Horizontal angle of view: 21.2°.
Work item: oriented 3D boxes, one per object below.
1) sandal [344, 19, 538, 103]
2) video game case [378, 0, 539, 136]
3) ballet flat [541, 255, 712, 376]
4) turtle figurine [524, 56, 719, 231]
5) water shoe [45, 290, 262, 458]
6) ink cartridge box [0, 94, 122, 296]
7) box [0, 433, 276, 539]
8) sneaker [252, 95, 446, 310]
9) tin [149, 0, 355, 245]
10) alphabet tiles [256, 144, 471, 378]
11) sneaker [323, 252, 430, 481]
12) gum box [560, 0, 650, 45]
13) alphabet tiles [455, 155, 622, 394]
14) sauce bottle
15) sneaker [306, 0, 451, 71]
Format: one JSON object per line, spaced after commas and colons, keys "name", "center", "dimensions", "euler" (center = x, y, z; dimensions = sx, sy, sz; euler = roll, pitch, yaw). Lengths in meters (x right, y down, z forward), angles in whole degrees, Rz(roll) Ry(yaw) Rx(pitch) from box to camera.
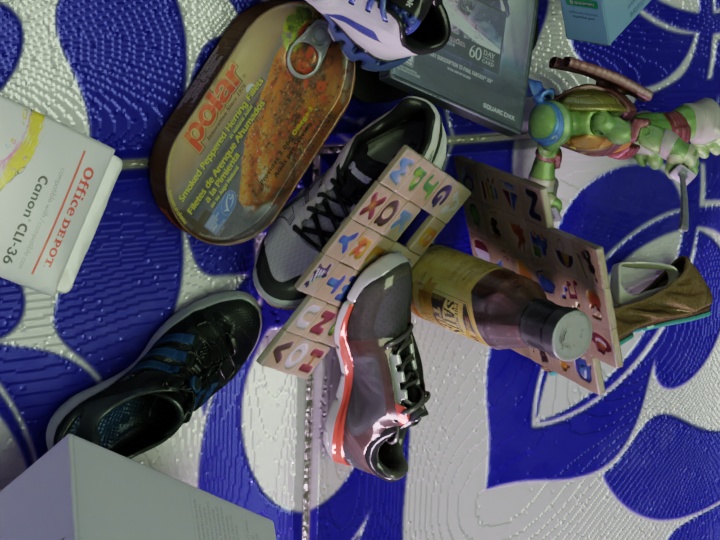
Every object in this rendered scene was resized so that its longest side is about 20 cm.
{"name": "sandal", "center": [0.071, -0.183, 1.541], "dimensions": [0.199, 0.045, 0.075], "euler": [-18, 111, -30]}
{"name": "video game case", "center": [0.085, -0.222, 1.520], "dimensions": [0.143, 0.019, 0.201], "euler": [19, 73, -37]}
{"name": "ballet flat", "center": [0.229, 0.031, 1.699], "dimensions": [0.200, 0.068, 0.073], "euler": [-19, 92, -30]}
{"name": "turtle figurine", "center": [0.218, -0.078, 1.598], "dimensions": [0.194, 0.200, 0.144], "euler": [-13, 150, -46]}
{"name": "water shoe", "center": [-0.140, 0.093, 1.445], "dimensions": [0.200, 0.079, 0.072], "euler": [-39, 121, -21]}
{"name": "ink cartridge box", "center": [-0.252, -0.059, 1.336], "dimensions": [0.200, 0.067, 0.117], "euler": [24, 88, -36]}
{"name": "box", "center": [-0.177, 0.230, 1.397], "dimensions": [0.152, 0.107, 0.200], "euler": [-38, 131, 27]}
{"name": "sneaker", "center": [-0.012, -0.059, 1.475], "dimensions": [0.200, 0.076, 0.088], "euler": [-49, 168, -16]}
{"name": "tin", "center": [-0.083, -0.114, 1.458], "dimensions": [0.112, 0.042, 0.200], "euler": [40, 79, -39]}
{"name": "alphabet tiles", "center": [0.000, 0.000, 1.488], "dimensions": [0.200, 0.008, 0.167], "euler": [-52, 159, 5]}
{"name": "sneaker", "center": [0.028, 0.080, 1.527], "dimensions": [0.077, 0.082, 0.201], "euler": [-27, 135, -42]}
{"name": "gum box", "center": [0.209, -0.309, 1.532], "dimensions": [0.170, 0.044, 0.200], "euler": [-46, 136, -36]}
{"name": "alphabet tiles", "center": [0.142, 0.005, 1.534], "dimensions": [0.008, 0.200, 0.168], "euler": [-21, 113, -22]}
{"name": "sauce bottle", "center": [0.104, 0.027, 1.522], "dimensions": [0.066, 0.200, 0.066], "euler": [-8, 106, -31]}
{"name": "sneaker", "center": [-0.003, -0.213, 1.358], "dimensions": [0.199, 0.115, 0.081], "euler": [35, 74, -32]}
